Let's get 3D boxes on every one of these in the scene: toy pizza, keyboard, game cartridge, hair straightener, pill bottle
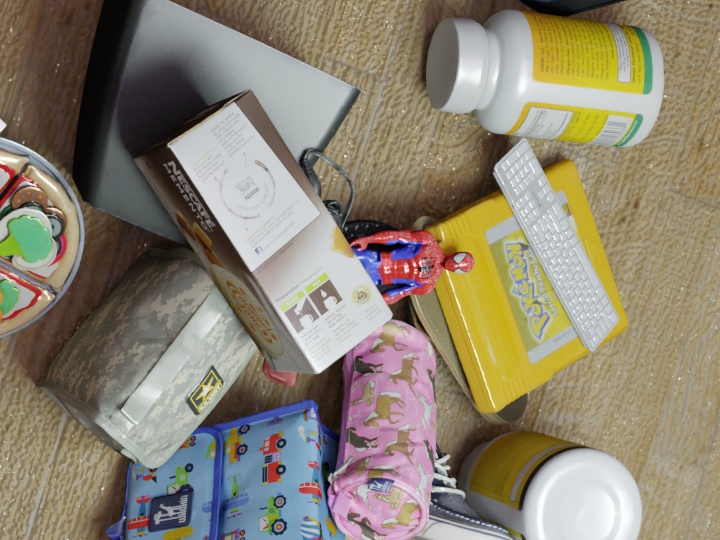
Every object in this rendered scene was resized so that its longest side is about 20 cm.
[{"bbox_3d":[-0.324,-0.019,1.403,0.198,0.032,0.202,-8,123,-13],"label":"toy pizza"},{"bbox_3d":[0.181,-0.023,1.577,0.056,0.011,0.201,-40,109,-35],"label":"keyboard"},{"bbox_3d":[0.153,0.011,1.573,0.199,0.032,0.178,-28,101,-40],"label":"game cartridge"},{"bbox_3d":[-0.040,-0.006,1.410,0.077,0.041,0.202,-31,133,-53],"label":"hair straightener"},{"bbox_3d":[0.166,-0.177,1.567,0.198,0.113,0.114,4,90,-18],"label":"pill bottle"},{"bbox_3d":[0.159,0.203,1.530,0.111,0.200,0.113,-1,92,-18],"label":"pill bottle"}]

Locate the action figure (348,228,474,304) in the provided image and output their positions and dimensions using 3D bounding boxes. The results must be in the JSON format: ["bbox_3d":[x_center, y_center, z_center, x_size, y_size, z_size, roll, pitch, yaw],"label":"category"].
[{"bbox_3d":[0.000,0.000,1.472,0.198,0.052,0.066,-6,103,-8],"label":"action figure"}]

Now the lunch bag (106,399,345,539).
[{"bbox_3d":[-0.118,0.209,1.456,0.198,0.094,0.152,-10,59,14],"label":"lunch bag"}]

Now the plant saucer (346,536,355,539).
[{"bbox_3d":[-0.079,0.299,1.521,0.198,0.032,0.202,-3,104,-11],"label":"plant saucer"}]

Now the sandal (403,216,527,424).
[{"bbox_3d":[0.073,0.053,1.566,0.078,0.069,0.213,-43,111,-36],"label":"sandal"}]

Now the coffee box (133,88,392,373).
[{"bbox_3d":[-0.075,-0.026,1.292,0.080,0.114,0.201,-36,101,-19],"label":"coffee box"}]

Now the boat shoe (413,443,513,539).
[{"bbox_3d":[0.060,0.190,1.508,0.075,0.199,0.093,34,72,-50],"label":"boat shoe"}]

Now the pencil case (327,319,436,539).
[{"bbox_3d":[0.021,0.135,1.476,0.082,0.201,0.087,-15,130,19],"label":"pencil case"}]

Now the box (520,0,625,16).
[{"bbox_3d":[0.142,-0.315,1.528,0.199,0.164,0.087,27,83,-18],"label":"box"}]

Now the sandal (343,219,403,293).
[{"bbox_3d":[-0.037,-0.013,1.535,0.198,0.045,0.076,4,99,-27],"label":"sandal"}]

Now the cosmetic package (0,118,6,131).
[{"bbox_3d":[-0.380,-0.172,1.400,0.200,0.082,0.051,46,78,-14],"label":"cosmetic package"}]

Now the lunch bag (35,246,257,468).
[{"bbox_3d":[-0.166,0.072,1.418,0.117,0.200,0.164,42,78,-15],"label":"lunch bag"}]

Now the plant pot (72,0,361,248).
[{"bbox_3d":[-0.143,-0.121,1.432,0.199,0.199,0.179,24,95,-18],"label":"plant pot"}]
